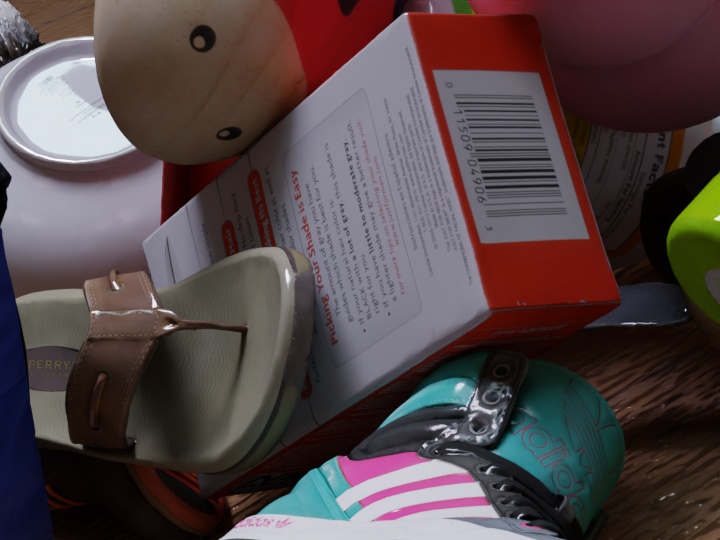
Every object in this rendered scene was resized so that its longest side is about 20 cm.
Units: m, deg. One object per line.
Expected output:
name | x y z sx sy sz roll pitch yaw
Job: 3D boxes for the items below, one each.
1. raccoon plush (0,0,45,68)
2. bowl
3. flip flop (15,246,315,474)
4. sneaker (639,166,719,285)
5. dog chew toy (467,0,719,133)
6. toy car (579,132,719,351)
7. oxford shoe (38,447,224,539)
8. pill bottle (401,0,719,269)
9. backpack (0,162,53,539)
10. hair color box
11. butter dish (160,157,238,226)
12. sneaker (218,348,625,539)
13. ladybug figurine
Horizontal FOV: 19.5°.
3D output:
raccoon plush | -0.188 -0.083 1.236 0.097 0.200 0.134 -40 -4 -14
bowl | -0.142 -0.060 1.118 0.201 0.090 0.201 0 49 0
flip flop | -0.090 0.031 0.773 0.058 0.081 0.200 16 -13 -43
sneaker | 0.217 -0.021 0.842 0.199 0.076 0.114 0 21 37
dog chew toy | 0.090 -0.124 0.773 0.124 0.125 0.200 -8 -13 26
toy car | 0.153 -0.020 0.732 0.164 0.158 0.200 -46 21 -20
oxford shoe | -0.120 0.081 0.883 0.073 0.071 0.200 -53 31 -4
pill bottle | 0.082 -0.061 0.922 0.200 0.111 0.111 11 1 -31
backpack | -0.215 0.063 0.755 0.162 0.200 0.168 14 38 34
hair color box | 0.000 0.000 0.768 0.064 0.111 0.200 -2 -20 -36
butter dish | 0.005 -0.051 1.019 0.148 0.200 0.200 21 34 27
sneaker | 0.053 0.082 0.657 0.121 0.084 0.200 -39 25 -32
ladybug figurine | -0.028 -0.122 0.802 0.072 0.136 0.200 9 49 27
